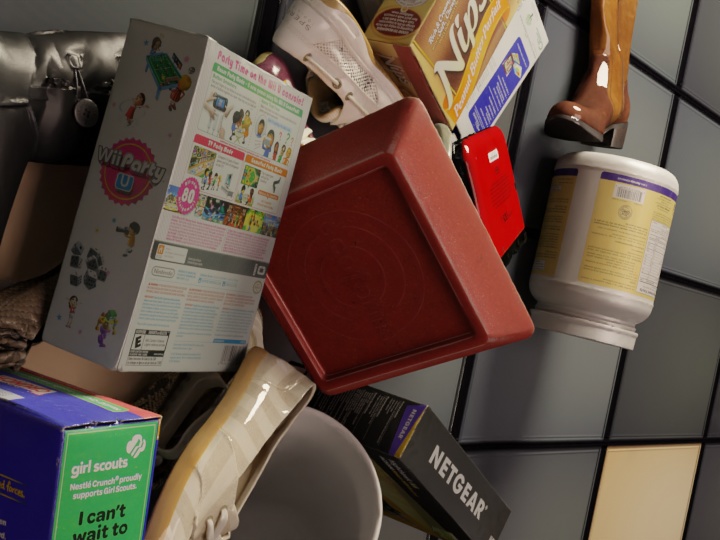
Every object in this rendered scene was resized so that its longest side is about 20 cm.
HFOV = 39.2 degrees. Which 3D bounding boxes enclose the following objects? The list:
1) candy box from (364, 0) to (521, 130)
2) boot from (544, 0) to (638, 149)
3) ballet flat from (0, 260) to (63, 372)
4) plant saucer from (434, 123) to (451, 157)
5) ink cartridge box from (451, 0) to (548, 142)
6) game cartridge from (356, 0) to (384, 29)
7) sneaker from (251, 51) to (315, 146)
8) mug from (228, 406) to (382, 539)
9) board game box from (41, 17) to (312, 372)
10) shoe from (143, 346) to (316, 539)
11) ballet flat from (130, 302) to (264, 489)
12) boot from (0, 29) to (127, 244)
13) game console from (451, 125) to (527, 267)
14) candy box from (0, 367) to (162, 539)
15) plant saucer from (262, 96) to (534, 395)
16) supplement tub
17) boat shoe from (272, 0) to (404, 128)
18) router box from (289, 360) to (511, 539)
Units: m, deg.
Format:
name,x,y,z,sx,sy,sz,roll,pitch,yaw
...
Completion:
name,x,y,z,sx,sy,sz,roll,pitch,yaw
candy box,0.086,-0.241,0.890,0.202,0.055,0.116,-61,145,-16
boot,0.275,-0.248,1.161,0.187,0.068,0.203,-1,99,-50
ballet flat,-0.180,0.012,0.662,0.200,0.046,0.068,-36,158,-51
plant saucer,0.025,-0.032,0.868,0.049,0.200,0.203,14,88,-6
ink cartridge box,0.118,-0.202,1.006,0.201,0.039,0.100,-56,137,-26
game cartridge,0.048,-0.320,0.893,0.200,0.040,0.135,-47,136,-32
sneaker,-0.040,-0.072,0.795,0.075,0.089,0.203,-50,140,-52
mug,-0.088,0.218,0.763,0.199,0.148,0.176,-38,164,-28
board game box,-0.112,-0.039,0.658,0.147,0.064,0.203,14,92,-67
shoe,-0.088,0.131,0.657,0.201,0.053,0.070,-61,175,-42
ballet flat,-0.116,0.081,0.765,0.201,0.075,0.068,-58,136,-23
boot,-0.186,-0.074,0.659,0.199,0.065,0.167,-14,117,-56
game console,0.080,-0.031,0.930,0.200,0.117,0.175,-36,113,-70
candy box,-0.212,0.165,0.597,0.077,0.167,0.203,0,100,-55
plant saucer,0.000,0.000,0.751,0.201,0.198,0.037,61,31,-17
supplement tub,0.274,-0.022,1.156,0.145,0.144,0.203,14,89,-51
boat shoe,-0.016,-0.153,0.840,0.069,0.071,0.200,-46,143,-2
router box,0.027,0.170,0.898,0.053,0.156,0.201,-58,136,-22
